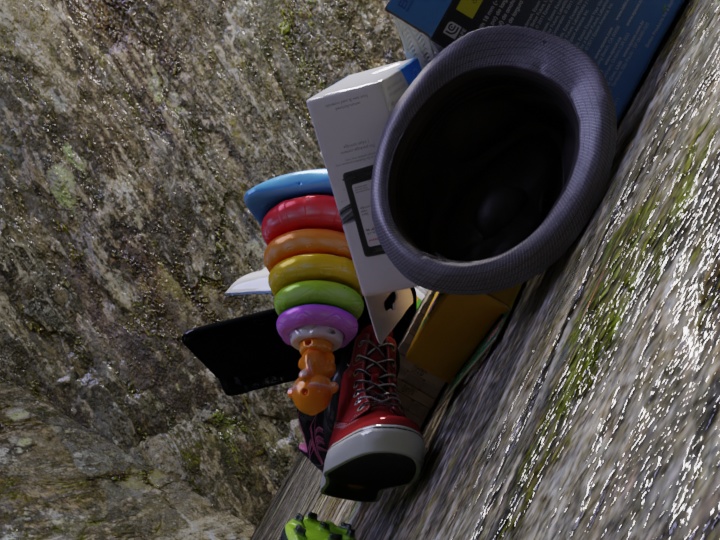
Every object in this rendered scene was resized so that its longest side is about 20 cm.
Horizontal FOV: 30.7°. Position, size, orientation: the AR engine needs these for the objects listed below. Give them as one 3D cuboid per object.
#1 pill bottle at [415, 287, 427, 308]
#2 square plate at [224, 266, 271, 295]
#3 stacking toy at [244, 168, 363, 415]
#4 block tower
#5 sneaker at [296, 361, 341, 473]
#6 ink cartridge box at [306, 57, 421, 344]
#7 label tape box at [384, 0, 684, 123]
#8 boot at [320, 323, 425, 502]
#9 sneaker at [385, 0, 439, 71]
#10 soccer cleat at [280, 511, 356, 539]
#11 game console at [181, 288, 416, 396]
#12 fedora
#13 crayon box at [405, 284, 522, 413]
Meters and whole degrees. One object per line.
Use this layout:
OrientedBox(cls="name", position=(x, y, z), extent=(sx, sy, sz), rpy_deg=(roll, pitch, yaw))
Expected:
OrientedBox(cls="pill bottle", position=(0.023, 0.079, 1.403), extent=(0.112, 0.110, 0.201), rpy_deg=(-60, 1, 34))
OrientedBox(cls="square plate", position=(0.000, 0.000, 1.301), extent=(0.199, 0.196, 0.029), rpy_deg=(-6, -91, -52))
OrientedBox(cls="stacking toy", position=(-0.035, 0.027, 1.102), extent=(0.110, 0.115, 0.202), rpy_deg=(54, -147, -58))
OrientedBox(cls="block tower", position=(0.053, 0.088, 1.186), extent=(0.202, 0.054, 0.058), rpy_deg=(-61, 1, -8))
OrientedBox(cls="sneaker", position=(-0.028, 0.142, 1.276), extent=(0.079, 0.095, 0.201), rpy_deg=(-41, -27, -31))
OrientedBox(cls="ink cartridge box", position=(0.030, -0.057, 1.049), extent=(0.067, 0.202, 0.116), rpy_deg=(-11, 14, 21))
OrientedBox(cls="label tape box", position=(0.137, -0.208, 1.024), extent=(0.145, 0.199, 0.063), rpy_deg=(-59, 0, -1))
OrientedBox(cls="boot", position=(0.012, 0.101, 1.055), extent=(0.200, 0.071, 0.146), rpy_deg=(126, 154, -71))
OrientedBox(cls="sneaker", position=(0.084, -0.201, 1.099), extent=(0.111, 0.076, 0.201), rpy_deg=(-41, -47, -25))
OrientedBox(cls="soccer cleat", position=(-0.041, 0.251, 1.044), extent=(0.200, 0.067, 0.082), rpy_deg=(-66, -7, -83))
OrientedBox(cls="game console", position=(-0.053, 0.039, 1.268), extent=(0.177, 0.197, 0.117), rpy_deg=(-85, -21, -60))
OrientedBox(cls="fedora", position=(0.101, -0.066, 0.951), extent=(0.202, 0.175, 0.090), rpy_deg=(-67, -27, -13))
OrientedBox(cls="crayon box", position=(0.101, 0.006, 1.089), extent=(0.201, 0.050, 0.127), rpy_deg=(-61, 1, -40))
